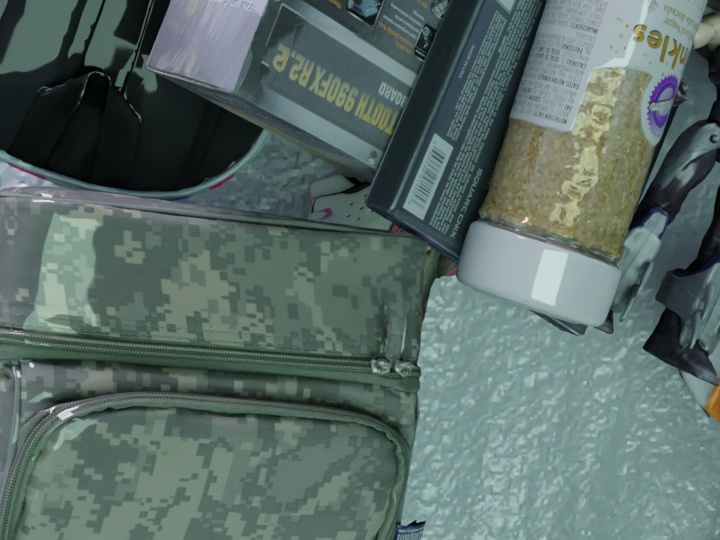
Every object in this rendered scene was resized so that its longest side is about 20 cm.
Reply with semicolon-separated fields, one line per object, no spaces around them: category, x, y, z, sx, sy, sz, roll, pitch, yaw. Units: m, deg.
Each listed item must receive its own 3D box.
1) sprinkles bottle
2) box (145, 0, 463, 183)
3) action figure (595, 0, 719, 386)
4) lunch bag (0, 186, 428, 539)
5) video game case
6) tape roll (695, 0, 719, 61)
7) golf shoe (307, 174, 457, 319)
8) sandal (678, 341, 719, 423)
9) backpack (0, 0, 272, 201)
sprinkles bottle;0.101;-0.079;0.694;0.068;0.068;0.200;17;92;-13
box;0.013;-0.122;0.687;0.200;0.048;0.159;22;89;-56
action figure;0.172;-0.054;0.757;0.130;0.069;0.200;24;95;-4
lunch bag;-0.074;0.058;0.686;0.200;0.139;0.168;7;88;-26
video game case;0.084;-0.062;0.753;0.200;0.019;0.143;30;82;-55
tape roll;0.240;-0.182;0.804;0.200;0.066;0.201;-3;105;-10
golf shoe;0.000;0.000;0.811;0.092;0.073;0.200;40;87;-1
sandal;0.213;0.057;0.865;0.079;0.059;0.207;-53;127;-5
backpack;-0.105;-0.132;0.709;0.177;0.151;0.200;16;88;-19
